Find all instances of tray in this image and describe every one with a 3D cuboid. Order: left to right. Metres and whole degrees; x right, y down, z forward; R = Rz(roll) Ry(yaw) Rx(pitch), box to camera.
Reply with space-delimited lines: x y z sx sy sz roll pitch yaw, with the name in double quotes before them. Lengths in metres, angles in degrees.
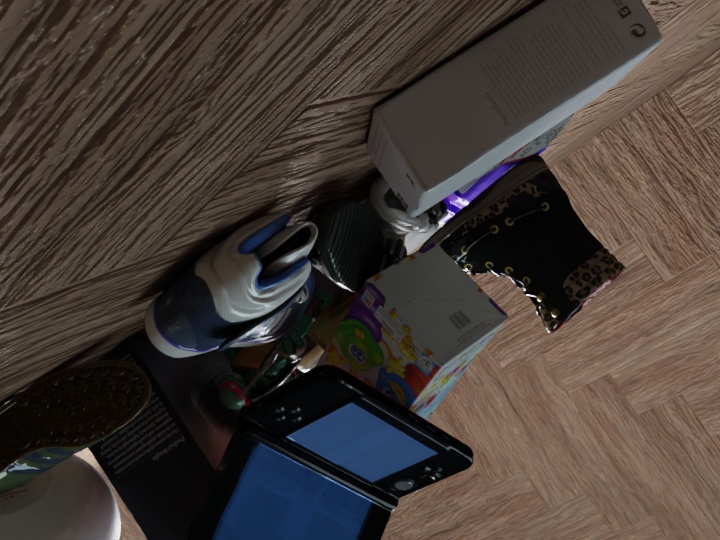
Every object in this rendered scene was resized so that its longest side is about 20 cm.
"tray" 0.000 0.000 0.995 0.099 0.037 0.200 -36 -159 24

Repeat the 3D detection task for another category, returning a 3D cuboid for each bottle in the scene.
"bottle" 0.132 -0.113 0.969 0.084 0.065 0.200 -42 178 -35

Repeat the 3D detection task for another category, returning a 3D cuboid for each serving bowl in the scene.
"serving bowl" -0.320 0.218 0.791 0.200 0.200 0.066 -29 130 -50

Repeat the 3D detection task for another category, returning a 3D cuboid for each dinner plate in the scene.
"dinner plate" 0.070 -0.043 1.148 0.200 0.024 0.200 -37 180 0

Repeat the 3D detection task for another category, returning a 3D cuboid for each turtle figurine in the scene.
"turtle figurine" -0.099 0.069 0.870 0.149 0.101 0.200 8 -139 27

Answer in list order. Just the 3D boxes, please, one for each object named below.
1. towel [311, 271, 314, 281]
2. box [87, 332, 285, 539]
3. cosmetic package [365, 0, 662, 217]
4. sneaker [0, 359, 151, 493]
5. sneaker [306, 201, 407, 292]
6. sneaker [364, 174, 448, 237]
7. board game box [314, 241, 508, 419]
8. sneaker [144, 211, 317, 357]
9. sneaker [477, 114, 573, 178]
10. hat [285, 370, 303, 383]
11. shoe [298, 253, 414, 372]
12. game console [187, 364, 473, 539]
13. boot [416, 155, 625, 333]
"towel" -0.074 0.022 1.101 0.112 0.049 0.200 -38 175 32
"box" -0.165 0.158 0.908 0.123 0.199 0.200 -35 176 22
"cosmetic package" 0.104 -0.127 0.633 0.200 0.074 0.102 -32 175 -7
"sneaker" -0.275 0.137 0.752 0.200 0.067 0.090 -27 175 -14
"sneaker" -0.023 -0.022 0.808 0.200 0.088 0.074 39 69 -72
"sneaker" 0.036 -0.061 0.893 0.081 0.075 0.200 -26 178 13
"board game box" 0.034 0.087 0.844 0.105 0.103 0.200 -28 158 -41
"sneaker" -0.066 0.004 0.716 0.146 0.081 0.200 -32 172 35
"sneaker" 0.144 -0.140 0.807 0.201 0.067 0.108 -30 177 -19
"hat" -0.164 0.096 1.179 0.165 0.201 0.176 -5 143 20
"shoe" 0.005 0.055 1.008 0.200 0.053 0.070 -40 -161 15
"game console" -0.019 0.199 0.776 0.172 0.200 0.119 -32 -142 33
"boot" 0.150 0.001 0.885 0.200 0.151 0.073 -41 167 7
